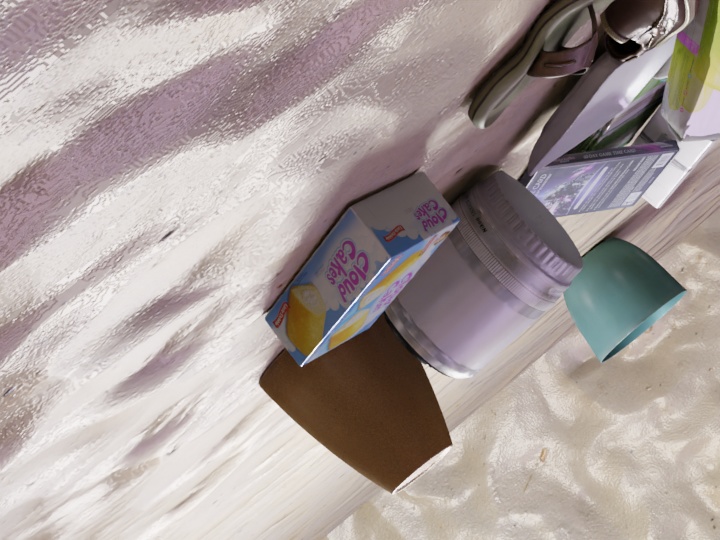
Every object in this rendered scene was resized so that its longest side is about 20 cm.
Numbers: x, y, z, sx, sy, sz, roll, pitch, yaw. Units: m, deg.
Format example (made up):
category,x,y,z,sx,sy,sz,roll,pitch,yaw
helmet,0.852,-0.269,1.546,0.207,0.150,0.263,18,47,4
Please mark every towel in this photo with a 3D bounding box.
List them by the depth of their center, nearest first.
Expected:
category,x,y,z,sx,sy,sz,roll,pitch,yaw
towel,0.328,-0.200,1.916,0.149,0.031,0.200,-33,164,-36

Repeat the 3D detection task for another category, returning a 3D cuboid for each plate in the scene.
category,x,y,z,sx,sy,sz,roll,pitch,yaw
plate,0.273,-0.204,1.687,0.200,0.032,0.200,-36,169,-37

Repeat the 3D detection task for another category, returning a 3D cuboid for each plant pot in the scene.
category,x,y,z,sx,sy,sz,roll,pitch,yaw
plant pot,0.014,0.156,1.845,0.186,0.200,0.187,-38,168,-10
plant pot,0.458,0.039,2.801,0.200,0.161,0.201,-36,167,-9

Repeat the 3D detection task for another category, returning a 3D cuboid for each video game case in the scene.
category,x,y,z,sx,sy,sz,roll,pitch,yaw
video game case,0.280,-0.108,1.935,0.198,0.019,0.143,-8,156,-20

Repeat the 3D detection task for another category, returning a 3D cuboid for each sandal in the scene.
category,x,y,z,sx,sy,sz,roll,pitch,yaw
sandal,0.179,-0.193,1.419,0.201,0.057,0.080,-48,165,33

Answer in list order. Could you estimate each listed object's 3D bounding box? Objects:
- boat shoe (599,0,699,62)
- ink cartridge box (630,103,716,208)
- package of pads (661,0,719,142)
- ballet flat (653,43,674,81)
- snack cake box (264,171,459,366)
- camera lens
category,x,y,z,sx,sy,sz,roll,pitch,yaw
boat shoe,0.266,-0.242,1.473,0.075,0.075,0.202,-32,168,-2
ink cartridge box,0.420,-0.191,1.992,0.147,0.083,0.200,-49,174,-24
package of pads,0.401,-0.231,1.613,0.153,0.068,0.201,-5,126,-13
ballet flat,0.391,-0.269,1.723,0.069,0.070,0.199,-28,-172,-41
snack cake box,0.000,0.000,1.561,0.115,0.067,0.200,-26,162,-43
camera lens,0.129,0.009,1.747,0.200,0.160,0.160,-43,167,18
